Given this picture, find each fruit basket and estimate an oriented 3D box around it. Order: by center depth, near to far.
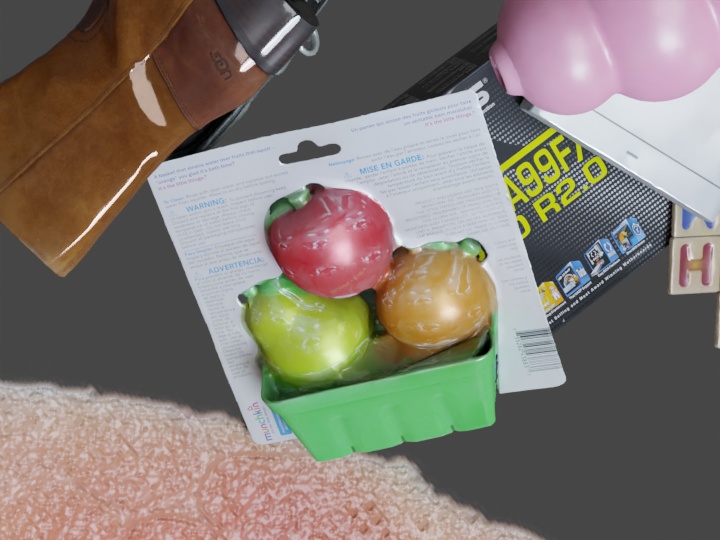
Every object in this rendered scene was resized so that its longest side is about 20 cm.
[{"bbox_3d":[0.000,0.000,1.634,0.184,0.094,0.201,-13,119,11],"label":"fruit basket"}]

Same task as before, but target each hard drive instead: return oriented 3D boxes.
[{"bbox_3d":[0.193,-0.146,1.687,0.132,0.027,0.201,29,90,-20],"label":"hard drive"}]

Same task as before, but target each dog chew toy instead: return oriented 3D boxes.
[{"bbox_3d":[0.162,-0.148,1.604,0.199,0.125,0.125,-25,111,-3],"label":"dog chew toy"}]

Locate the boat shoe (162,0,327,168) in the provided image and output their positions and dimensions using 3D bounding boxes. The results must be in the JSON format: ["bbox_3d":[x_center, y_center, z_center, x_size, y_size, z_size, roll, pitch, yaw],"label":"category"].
[{"bbox_3d":[-0.056,-0.141,1.617,0.074,0.068,0.200,43,85,-25],"label":"boat shoe"}]

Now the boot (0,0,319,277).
[{"bbox_3d":[-0.146,-0.128,1.584,0.200,0.068,0.189,-41,85,14],"label":"boot"}]

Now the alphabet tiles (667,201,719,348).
[{"bbox_3d":[0.254,-0.056,1.750,0.165,0.006,0.201,-3,101,-25],"label":"alphabet tiles"}]

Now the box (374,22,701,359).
[{"bbox_3d":[0.115,-0.069,1.717,0.200,0.044,0.161,-36,113,-11],"label":"box"}]
